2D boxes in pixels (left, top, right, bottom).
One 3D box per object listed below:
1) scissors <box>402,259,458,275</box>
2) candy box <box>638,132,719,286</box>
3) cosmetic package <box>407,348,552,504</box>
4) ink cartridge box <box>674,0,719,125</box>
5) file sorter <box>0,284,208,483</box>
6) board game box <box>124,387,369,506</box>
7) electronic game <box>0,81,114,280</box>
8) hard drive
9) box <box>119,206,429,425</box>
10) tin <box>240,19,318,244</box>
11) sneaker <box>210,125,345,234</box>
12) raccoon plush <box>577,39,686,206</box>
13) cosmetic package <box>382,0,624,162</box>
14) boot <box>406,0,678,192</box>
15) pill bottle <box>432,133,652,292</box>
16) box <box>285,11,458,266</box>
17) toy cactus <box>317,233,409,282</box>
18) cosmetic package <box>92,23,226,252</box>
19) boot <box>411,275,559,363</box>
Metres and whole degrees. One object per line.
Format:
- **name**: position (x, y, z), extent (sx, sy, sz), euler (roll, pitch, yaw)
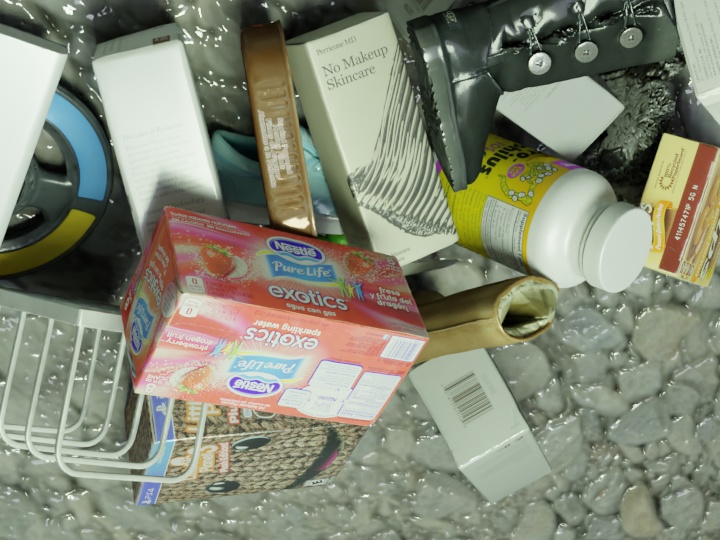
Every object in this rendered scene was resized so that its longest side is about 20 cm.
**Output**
- **scissors**: position (0.000, 0.000, 1.104), extent (0.199, 0.014, 0.074), euler (-23, 112, -22)
- **candy box**: position (0.302, -0.051, 1.167), extent (0.200, 0.055, 0.116), euler (9, 100, -66)
- **cosmetic package**: position (0.123, 0.153, 1.259), extent (0.081, 0.113, 0.200), euler (-29, 154, 2)
- **ink cartridge box**: position (0.294, -0.210, 1.033), extent (0.044, 0.202, 0.176), euler (-19, 160, 26)
- **file sorter**: position (-0.229, 0.088, 1.030), extent (0.138, 0.199, 0.126), euler (13, 87, -42)
- **board game box**: position (-0.110, 0.137, 1.178), extent (0.198, 0.098, 0.160), euler (-3, 151, -18)
- **electronic game**: position (-0.299, -0.076, 1.021), extent (0.198, 0.042, 0.201), euler (-10, 128, -13)
- **hard drive**: position (-0.318, -0.099, 0.962), extent (0.131, 0.025, 0.201), euler (17, 113, -22)
- **box**: position (-0.065, 0.038, 0.930), extent (0.199, 0.095, 0.103), euler (11, 127, -28)
- **tin**: position (-0.064, -0.094, 0.997), extent (0.041, 0.112, 0.202), euler (-10, 93, -8)
- **sneaker**: position (-0.042, -0.084, 1.090), extent (0.198, 0.074, 0.082), euler (0, 128, -21)
- **raccoon plush**: position (0.274, -0.127, 1.171), extent (0.199, 0.097, 0.134), euler (-37, 137, 9)
- **cosmetic package**: position (0.121, -0.182, 1.062), extent (0.199, 0.102, 0.074), euler (31, 111, -34)
- **boot**: position (0.148, -0.154, 0.984), extent (0.198, 0.066, 0.166), euler (-19, 137, -4)
- **pill bottle**: position (0.151, -0.049, 1.094), extent (0.104, 0.199, 0.105), euler (-23, 125, -37)
- **box**: position (0.009, -0.106, 1.044), extent (0.082, 0.068, 0.201), euler (-24, 107, -14)
- **toy cactus**: position (-0.062, 0.013, 1.160), extent (0.198, 0.103, 0.166), euler (-5, 145, -20)
- **cosmetic package**: position (-0.150, -0.082, 0.987), extent (0.073, 0.102, 0.202), euler (-15, 108, -4)
- **boot**: position (0.092, 0.044, 1.108), extent (0.199, 0.175, 0.067), euler (-18, 96, 41)
